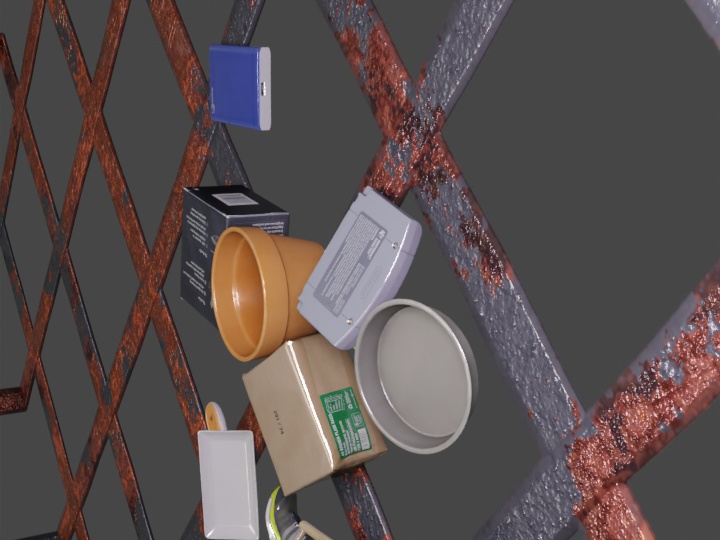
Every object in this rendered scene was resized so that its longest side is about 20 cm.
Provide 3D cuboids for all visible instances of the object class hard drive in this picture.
[{"bbox_3d":[-0.205,-0.311,1.990,0.199,0.025,0.133,20,113,58],"label":"hard drive"}]

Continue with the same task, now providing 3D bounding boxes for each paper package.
[{"bbox_3d":[-0.072,0.209,1.745,0.190,0.103,0.202,-39,69,57],"label":"paper package"}]

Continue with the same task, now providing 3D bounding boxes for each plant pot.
[{"bbox_3d":[-0.126,0.029,1.796,0.200,0.139,0.202,20,114,58],"label":"plant pot"}]

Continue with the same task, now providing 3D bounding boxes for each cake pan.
[{"bbox_3d":[0.074,0.133,1.512,0.199,0.037,0.202,13,109,43],"label":"cake pan"}]

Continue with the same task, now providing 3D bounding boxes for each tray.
[{"bbox_3d":[-0.235,0.385,2.130,0.022,0.106,0.202,-27,-65,-76],"label":"tray"}]

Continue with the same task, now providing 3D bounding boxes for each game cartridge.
[{"bbox_3d":[0.000,0.000,1.588,0.201,0.040,0.133,-59,41,10],"label":"game cartridge"}]

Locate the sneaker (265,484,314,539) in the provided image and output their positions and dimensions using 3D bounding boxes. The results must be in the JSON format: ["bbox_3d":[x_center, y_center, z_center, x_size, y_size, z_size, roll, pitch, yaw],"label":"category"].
[{"bbox_3d":[-0.100,0.437,1.907,0.080,0.074,0.202,-23,58,20],"label":"sneaker"}]

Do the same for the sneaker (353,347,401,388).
[{"bbox_3d":[0.004,0.090,1.638,0.201,0.076,0.076,56,139,38],"label":"sneaker"}]

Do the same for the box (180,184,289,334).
[{"bbox_3d":[-0.213,-0.023,1.964,0.196,0.116,0.202,32,121,56],"label":"box"}]

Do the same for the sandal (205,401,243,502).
[{"bbox_3d":[-0.272,0.346,2.197,0.079,0.059,0.208,-56,49,49],"label":"sandal"}]

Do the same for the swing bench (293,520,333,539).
[{"bbox_3d":[-0.057,0.493,1.674,0.200,0.130,0.199,-54,25,-14],"label":"swing bench"}]
